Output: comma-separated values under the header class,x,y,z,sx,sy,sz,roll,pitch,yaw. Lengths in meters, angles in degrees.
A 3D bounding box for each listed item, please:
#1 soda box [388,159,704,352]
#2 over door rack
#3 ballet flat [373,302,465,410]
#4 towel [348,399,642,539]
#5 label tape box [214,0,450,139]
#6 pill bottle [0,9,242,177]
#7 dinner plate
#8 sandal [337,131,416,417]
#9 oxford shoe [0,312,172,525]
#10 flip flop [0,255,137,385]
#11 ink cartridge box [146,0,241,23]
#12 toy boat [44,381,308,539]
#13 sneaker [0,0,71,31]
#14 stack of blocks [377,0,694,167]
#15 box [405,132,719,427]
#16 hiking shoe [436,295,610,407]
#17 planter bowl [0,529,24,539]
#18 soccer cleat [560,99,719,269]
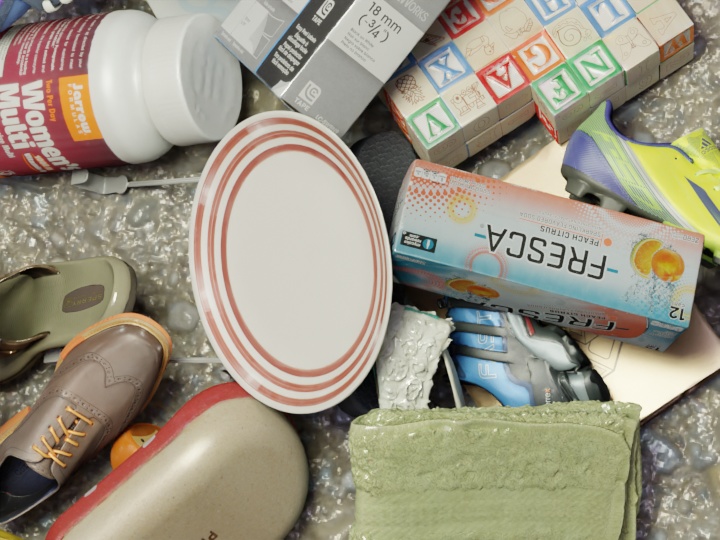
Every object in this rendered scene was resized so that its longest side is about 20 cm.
class,x,y,z,sx,sy,sz,roll,pitch,yaw
soda box,0.118,-0.008,1.552,0.199,0.064,0.069,15,72,-3
over door rack,-0.121,0.001,1.712,0.199,0.067,0.148,1,79,30
ballet flat,0.040,0.117,1.598,0.071,0.072,0.201,6,115,17
towel,0.088,0.155,1.569,0.199,0.036,0.149,-1,108,-10
label tape box,0.002,-0.201,1.624,0.200,0.063,0.144,-52,31,4
pill bottle,-0.193,-0.127,1.713,0.199,0.109,0.110,-5,77,26
dinner plate,-0.043,-0.006,1.586,0.200,0.024,0.201,10,104,44
sandal,0.000,0.000,1.650,0.043,0.076,0.201,-5,74,45
oxford shoe,-0.198,0.108,1.663,0.071,0.073,0.200,33,123,-14
flip flop,-0.242,0.032,1.706,0.199,0.057,0.081,-15,69,39
ink cartridge box,-0.096,-0.258,1.690,0.160,0.200,0.047,-21,38,11
toy boat,-0.134,0.152,1.664,0.200,0.131,0.131,-40,42,5
sneaker,-0.168,-0.211,1.656,0.146,0.081,0.200,33,112,-12
stack of blocks,0.116,-0.148,1.651,0.200,0.059,0.115,-32,71,-4
box,0.134,0.027,1.650,0.163,0.021,0.200,-35,71,7
hiking shoe,0.079,0.034,1.613,0.087,0.074,0.200,-38,71,5
planter bowl,-0.278,0.210,1.635,0.200,0.200,0.084,20,85,19
soccer cleat,0.231,-0.050,1.606,0.200,0.065,0.084,26,87,11
